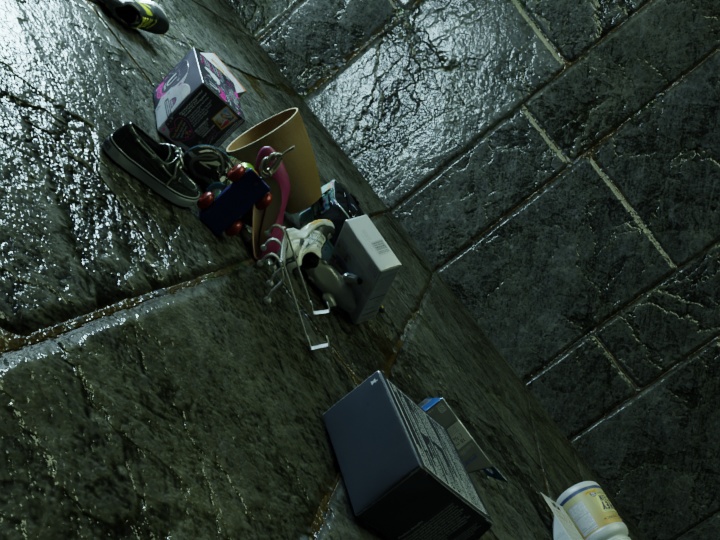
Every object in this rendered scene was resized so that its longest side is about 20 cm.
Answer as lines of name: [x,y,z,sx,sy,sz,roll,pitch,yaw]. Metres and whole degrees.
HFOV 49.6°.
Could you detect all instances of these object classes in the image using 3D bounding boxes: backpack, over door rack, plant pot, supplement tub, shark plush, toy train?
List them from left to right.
toy train: [-0.191,-0.158,1.345,0.085,0.200,0.116,46,8,-26]
plant pot: [-0.174,-0.237,1.777,0.200,0.186,0.186,59,8,-21]
over door rack: [-0.123,0.034,1.369,0.148,0.066,0.200,-93,157,-65]
shark plush: [-0.090,0.019,1.647,0.200,0.091,0.083,32,-9,1]
backpack: [-0.057,-0.113,1.867,0.178,0.150,0.200,53,17,-32]
supplement tub: [0.654,0.709,2.176,0.144,0.144,0.200,40,16,-46]

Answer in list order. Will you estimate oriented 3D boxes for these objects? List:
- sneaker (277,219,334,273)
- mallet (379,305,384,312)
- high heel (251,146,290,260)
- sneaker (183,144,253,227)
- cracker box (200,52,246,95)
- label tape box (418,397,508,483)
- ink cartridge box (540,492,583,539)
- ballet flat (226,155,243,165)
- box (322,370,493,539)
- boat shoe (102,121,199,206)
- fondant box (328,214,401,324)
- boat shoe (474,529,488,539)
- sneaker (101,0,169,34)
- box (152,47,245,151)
sneaker: [-0.108,-0.044,1.588,0.088,0.076,0.200,55,35,6]
mallet: [0.006,0.046,1.936,0.200,0.041,0.066,44,16,-55]
high heel: [-0.171,-0.120,1.418,0.096,0.067,0.201,-48,135,-62]
sneaker: [-0.246,-0.156,1.438,0.200,0.071,0.083,48,5,-35]
cracker box: [-0.379,-0.503,2.048,0.134,0.058,0.200,49,12,-11]
label tape box: [0.182,0.343,1.506,0.200,0.063,0.144,53,-10,4]
ink cartridge box: [0.533,0.689,2.020,0.161,0.050,0.200,41,12,-45]
ballet flat: [-0.250,-0.182,1.543,0.075,0.068,0.200,62,8,4]
box: [0.065,0.290,1.147,0.198,0.123,0.200,46,11,-35]
boat shoe: [-0.310,-0.169,1.224,0.199,0.068,0.074,40,16,-49]
fondant box: [0.000,0.000,1.670,0.058,0.200,0.144,-18,61,-31]
boat shoe: [0.169,0.394,1.413,0.074,0.063,0.202,35,18,-49]
sneaker: [-0.503,-0.568,1.742,0.200,0.074,0.085,16,42,-58]
box: [-0.320,-0.323,1.514,0.115,0.132,0.200,40,15,-34]
